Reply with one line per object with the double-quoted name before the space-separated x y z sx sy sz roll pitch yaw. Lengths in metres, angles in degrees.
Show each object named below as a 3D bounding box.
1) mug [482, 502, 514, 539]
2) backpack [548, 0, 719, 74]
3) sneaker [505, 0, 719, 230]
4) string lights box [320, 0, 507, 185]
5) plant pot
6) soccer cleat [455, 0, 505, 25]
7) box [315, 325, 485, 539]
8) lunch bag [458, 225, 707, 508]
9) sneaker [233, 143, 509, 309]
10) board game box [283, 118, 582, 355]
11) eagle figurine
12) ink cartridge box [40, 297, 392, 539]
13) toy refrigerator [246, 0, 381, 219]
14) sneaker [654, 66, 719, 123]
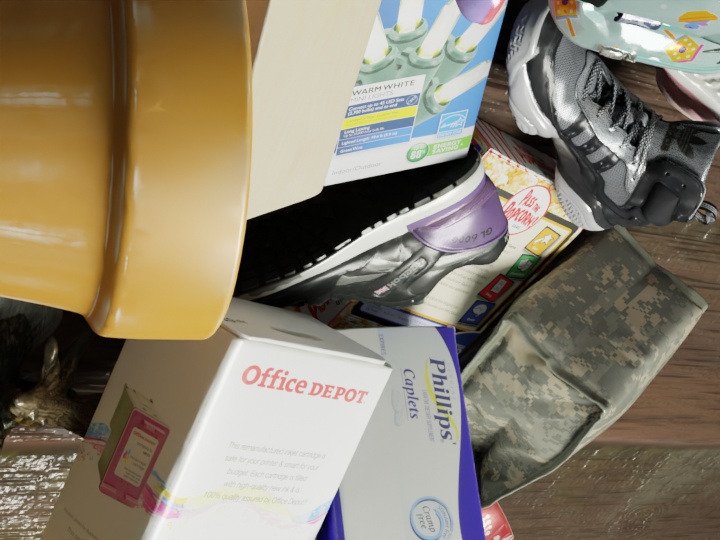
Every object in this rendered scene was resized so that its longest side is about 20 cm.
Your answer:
"mug" 0.011 0.234 1.283 0.200 0.178 0.133 -32 109 -9
"backpack" 0.196 -0.190 0.774 0.200 0.176 0.153 10 150 -12
"sneaker" 0.170 -0.096 0.959 0.076 0.114 0.200 -63 143 -27
"string lights box" 0.025 -0.148 0.852 0.103 0.059 0.200 -14 140 -24
"plant pot" -0.162 -0.066 0.708 0.183 0.200 0.200 0 136 -17
"soccer cleat" 0.066 -0.224 0.736 0.076 0.067 0.200 13 101 -8
"box" -0.002 0.158 1.038 0.105 0.184 0.200 1 154 -19
"lunch bag" 0.141 0.082 1.133 0.164 0.118 0.200 -37 166 -41
"sneaker" 0.000 0.000 0.958 0.200 0.076 0.088 -23 123 9
"board game box" 0.057 -0.007 1.061 0.200 0.046 0.151 -47 143 19
"eagle figurine" -0.252 0.101 0.907 0.200 0.151 0.152 -16 109 27
"ink cartridge box" -0.087 0.118 0.891 0.144 0.085 0.200 16 103 -50
"toy refrigerator" -0.048 -0.120 0.803 0.076 0.070 0.200 -21 149 -30
"sneaker" 0.214 -0.159 0.984 0.075 0.105 0.200 -42 119 1
